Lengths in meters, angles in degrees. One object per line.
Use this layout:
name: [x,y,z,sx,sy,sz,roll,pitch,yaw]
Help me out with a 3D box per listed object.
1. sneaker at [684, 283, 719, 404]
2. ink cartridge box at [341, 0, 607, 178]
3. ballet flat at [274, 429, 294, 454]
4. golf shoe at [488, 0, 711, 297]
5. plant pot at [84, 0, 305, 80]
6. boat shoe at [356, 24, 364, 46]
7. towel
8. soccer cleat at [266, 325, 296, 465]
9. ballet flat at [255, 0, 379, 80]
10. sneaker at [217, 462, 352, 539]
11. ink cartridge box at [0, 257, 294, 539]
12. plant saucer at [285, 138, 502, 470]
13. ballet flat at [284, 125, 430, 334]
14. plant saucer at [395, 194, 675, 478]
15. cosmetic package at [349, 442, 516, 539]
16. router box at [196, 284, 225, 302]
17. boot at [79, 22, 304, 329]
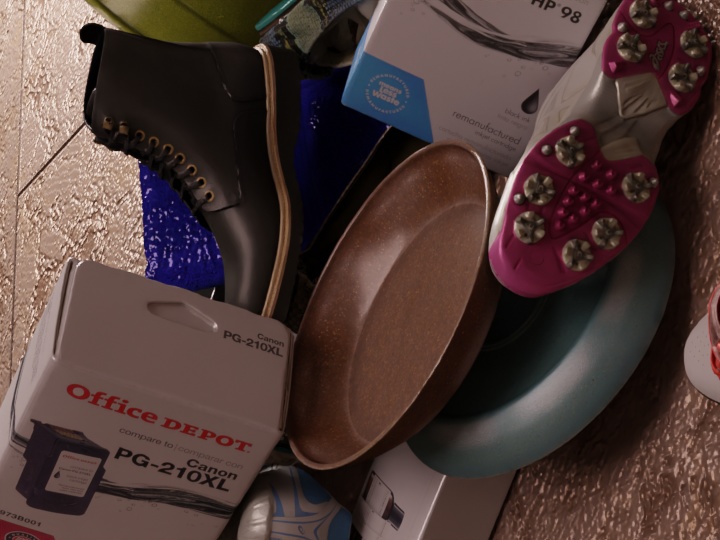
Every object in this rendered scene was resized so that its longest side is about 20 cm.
sneaker: [0.190,0.026,0.938,0.201,0.107,0.068,-2,76,60]
ink cartridge box: [0.079,-0.166,1.154,0.067,0.115,0.201,-72,7,-54]
ballet flat: [-0.078,0.076,1.302,0.068,0.198,0.076,-58,-30,-62]
golf shoe: [0.121,-0.059,1.095,0.201,0.075,0.091,-56,9,-27]
plant pot: [-0.081,-0.242,1.463,0.193,0.200,0.201,-55,34,11]
boat shoe: [0.068,-0.172,1.279,0.201,0.060,0.073,-17,57,56]
towel: [-0.054,-0.069,1.337,0.198,0.050,0.149,-15,53,7]
soccer cleat: [-0.070,0.112,1.386,0.201,0.069,0.087,-62,32,23]
ballet flat: [0.001,-0.172,1.266,0.200,0.074,0.075,149,129,-63]
sneaker: [-0.060,0.154,1.284,0.200,0.072,0.072,-172,97,-73]
ink cartridge box: [-0.142,0.103,1.219,0.085,0.144,0.200,-86,21,-45]
plant saucer: [0.025,0.024,1.134,0.200,0.036,0.201,-47,27,33]
ballet flat: [0.014,-0.045,1.256,0.067,0.046,0.200,31,79,37]
plant saucer: [0.087,0.021,1.131,0.200,0.027,0.201,-33,36,28]
cosmetic package: [0.041,0.135,1.204,0.082,0.050,0.201,36,108,57]
router box: [-0.101,0.011,1.430,0.149,0.051,0.201,-45,20,41]
boot: [-0.111,-0.053,1.245,0.078,0.137,0.201,131,142,-54]
